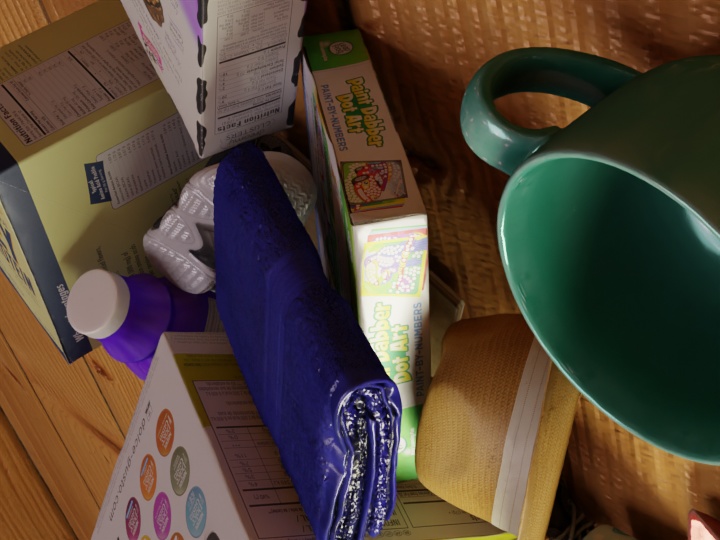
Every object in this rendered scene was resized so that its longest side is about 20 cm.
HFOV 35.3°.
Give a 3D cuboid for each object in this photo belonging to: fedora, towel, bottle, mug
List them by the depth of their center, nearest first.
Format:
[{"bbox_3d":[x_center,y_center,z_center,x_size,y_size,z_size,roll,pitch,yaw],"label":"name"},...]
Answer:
[{"bbox_3d":[0.143,-0.026,0.481,0.151,0.114,0.187,-1,121,60],"label":"mug"},{"bbox_3d":[0.079,0.081,0.632,0.081,0.202,0.202,13,142,12],"label":"fedora"},{"bbox_3d":[-0.031,0.040,0.636,0.149,0.049,0.201,97,152,-43],"label":"towel"},{"bbox_3d":[-0.143,0.048,0.870,0.065,0.085,0.200,15,172,30],"label":"bottle"}]

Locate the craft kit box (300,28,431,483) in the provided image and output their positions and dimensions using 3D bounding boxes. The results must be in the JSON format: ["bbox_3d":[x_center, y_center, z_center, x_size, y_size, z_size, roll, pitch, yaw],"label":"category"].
[{"bbox_3d":[0.002,-0.010,0.691,0.199,0.048,0.202,-102,6,-49],"label":"craft kit box"}]

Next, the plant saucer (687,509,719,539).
[{"bbox_3d":[0.251,0.269,0.649,0.200,0.036,0.203,-122,24,-65],"label":"plant saucer"}]

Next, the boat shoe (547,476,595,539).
[{"bbox_3d":[0.139,0.186,0.825,0.073,0.075,0.201,18,145,32],"label":"boat shoe"}]

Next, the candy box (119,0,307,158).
[{"bbox_3d":[-0.098,-0.199,0.683,0.169,0.071,0.201,60,159,24],"label":"candy box"}]

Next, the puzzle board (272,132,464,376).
[{"bbox_3d":[0.000,0.000,0.875,0.200,0.017,0.151,44,154,22],"label":"puzzle board"}]

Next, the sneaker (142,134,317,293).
[{"bbox_3d":[-0.074,-0.059,0.777,0.075,0.114,0.199,44,147,-14],"label":"sneaker"}]

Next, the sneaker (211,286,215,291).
[{"bbox_3d":[-0.172,-0.042,1.080,0.201,0.077,0.082,53,125,10],"label":"sneaker"}]

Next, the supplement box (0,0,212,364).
[{"bbox_3d":[-0.195,-0.078,0.879,0.134,0.198,0.202,42,153,36],"label":"supplement box"}]

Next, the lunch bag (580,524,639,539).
[{"bbox_3d":[0.174,0.285,0.773,0.082,0.161,0.202,17,139,43],"label":"lunch bag"}]

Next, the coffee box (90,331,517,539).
[{"bbox_3d":[-0.044,0.181,0.766,0.198,0.198,0.202,56,132,45],"label":"coffee box"}]
